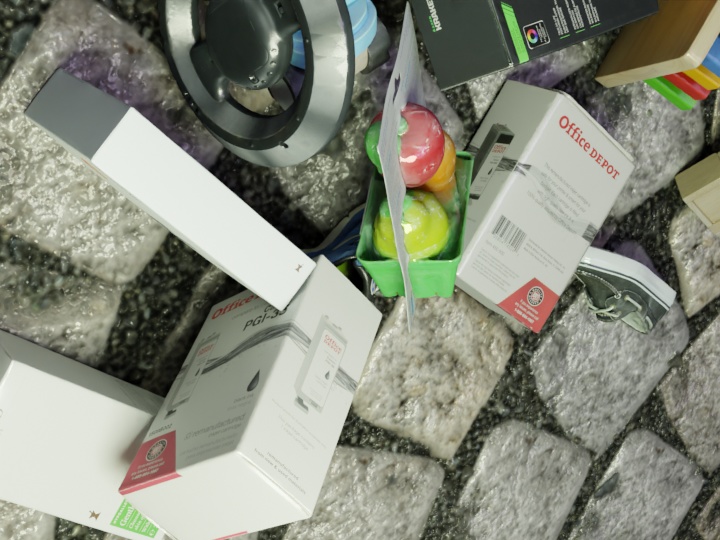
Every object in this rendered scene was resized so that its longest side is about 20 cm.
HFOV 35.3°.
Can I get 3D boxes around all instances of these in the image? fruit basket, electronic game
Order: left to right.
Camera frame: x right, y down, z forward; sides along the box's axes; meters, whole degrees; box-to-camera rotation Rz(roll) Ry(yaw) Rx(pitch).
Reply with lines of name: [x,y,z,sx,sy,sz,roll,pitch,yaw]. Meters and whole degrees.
electronic game: [-0.081,-0.173,0.832,0.041,0.199,0.202,-29,123,-42]
fruit basket: [0.034,-0.082,0.918,0.201,0.093,0.186,69,23,-44]

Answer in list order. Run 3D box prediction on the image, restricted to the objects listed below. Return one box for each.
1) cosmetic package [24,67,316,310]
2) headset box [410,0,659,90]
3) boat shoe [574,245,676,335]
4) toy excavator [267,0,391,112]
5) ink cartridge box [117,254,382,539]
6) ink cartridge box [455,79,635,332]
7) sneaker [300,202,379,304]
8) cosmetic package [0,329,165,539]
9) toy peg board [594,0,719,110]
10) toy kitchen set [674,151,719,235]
cosmetic package: [-0.144,-0.061,0.857,0.200,0.150,0.052,41,81,-37]
headset box: [0.123,-0.258,0.911,0.199,0.092,0.176,-24,99,-33]
boat shoe: [0.284,0.025,1.246,0.199,0.072,0.071,24,87,-41]
toy excavator: [-0.065,-0.252,0.866,0.100,0.195,0.201,-32,151,-22]
ink cartridge box: [-0.082,0.101,0.884,0.083,0.146,0.201,45,43,-24]
ink cartridge box: [0.161,-0.064,1.118,0.146,0.083,0.201,33,86,-39]
sneaker: [0.000,0.000,1.022,0.199,0.089,0.079,-31,123,-25]
cosmetic package: [-0.232,0.135,0.907,0.199,0.085,0.108,28,90,-40]
toy peg board: [0.352,-0.254,1.099,0.097,0.199,0.201,31,87,-13]
toy kitchen set: [0.485,-0.147,1.330,0.199,0.181,0.163,-32,130,27]
